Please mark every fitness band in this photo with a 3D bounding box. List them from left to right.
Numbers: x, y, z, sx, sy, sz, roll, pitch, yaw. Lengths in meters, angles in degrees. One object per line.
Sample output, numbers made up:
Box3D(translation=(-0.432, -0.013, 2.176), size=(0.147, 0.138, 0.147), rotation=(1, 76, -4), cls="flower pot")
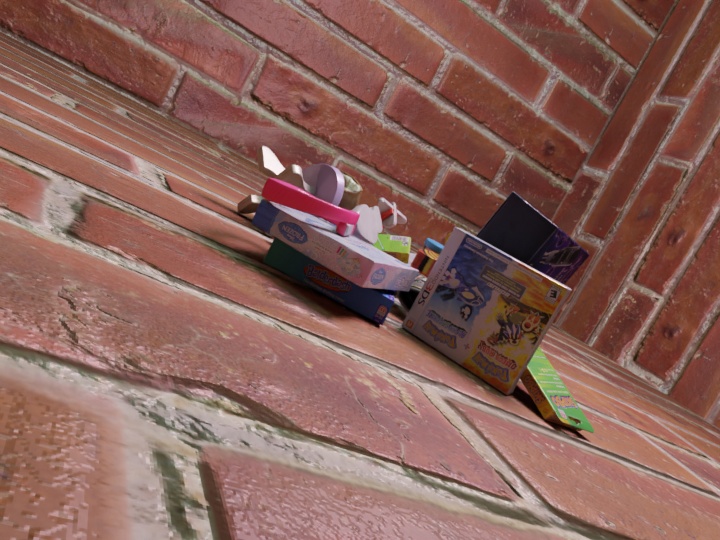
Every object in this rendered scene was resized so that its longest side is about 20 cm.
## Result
Box3D(translation=(-0.073, -0.099, 0.955), size=(0.143, 0.038, 0.200), rotation=(26, 5, 2), cls="fitness band")

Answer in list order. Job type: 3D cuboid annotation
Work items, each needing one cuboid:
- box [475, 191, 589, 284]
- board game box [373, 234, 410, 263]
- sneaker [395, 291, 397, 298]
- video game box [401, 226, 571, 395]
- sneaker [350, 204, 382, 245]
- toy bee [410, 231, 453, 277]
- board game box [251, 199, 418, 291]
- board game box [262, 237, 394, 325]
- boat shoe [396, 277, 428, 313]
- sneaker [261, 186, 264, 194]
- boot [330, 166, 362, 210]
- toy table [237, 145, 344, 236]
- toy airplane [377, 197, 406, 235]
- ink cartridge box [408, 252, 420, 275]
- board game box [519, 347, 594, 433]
Box3D(translation=(0.282, -0.023, 1.084), size=(0.104, 0.148, 0.199), rotation=(47, 17, 32), cls="box")
Box3D(translation=(-0.001, -0.051, 1.265), size=(0.198, 0.030, 0.096), rotation=(8, 23, 4), cls="board game box")
Box3D(translation=(0.000, 0.000, 1.175), size=(0.199, 0.075, 0.085), rotation=(28, -10, -14), cls="sneaker")
Box3D(translation=(0.188, 0.059, 0.970), size=(0.199, 0.183, 0.047), rotation=(31, 11, 24), cls="video game box")
Box3D(translation=(-0.014, -0.082, 1.198), size=(0.088, 0.076, 0.200), rotation=(-9, 4, 11), cls="sneaker")
Box3D(translation=(0.161, -0.017, 1.202), size=(0.108, 0.131, 0.200), rotation=(28, 34, 6), cls="toy bee")
Box3D(translation=(-0.031, -0.033, 0.949), size=(0.198, 0.044, 0.200), rotation=(28, 7, 22), cls="board game box")
Box3D(translation=(-0.042, 0.008, 0.988), size=(0.199, 0.045, 0.152), rotation=(27, 7, -1), cls="board game box")
Box3D(translation=(0.145, 0.087, 1.073), size=(0.201, 0.072, 0.060), rotation=(41, 33, 28), cls="boat shoe")
Box3D(translation=(-0.158, -0.175, 1.660), size=(0.199, 0.084, 0.121), rotation=(18, 5, -19), cls="sneaker")
Box3D(translation=(-0.021, -0.116, 1.412), size=(0.174, 0.066, 0.201), rotation=(26, -35, 8), cls="boot")
Box3D(translation=(-0.141, -0.147, 1.232), size=(0.117, 0.200, 0.185), rotation=(11, 51, -43), cls="toy table")
Box3D(translation=(0.017, -0.097, 1.583), size=(0.198, 0.142, 0.200), rotation=(16, -27, 7), cls="toy airplane")
Box3D(translation=(0.094, -0.005, 1.363), size=(0.198, 0.051, 0.162), rotation=(9, 11, -11), cls="ink cartridge box")
Box3D(translation=(0.282, 0.170, 0.986), size=(0.095, 0.030, 0.200), rotation=(24, 25, -35), cls="board game box")
